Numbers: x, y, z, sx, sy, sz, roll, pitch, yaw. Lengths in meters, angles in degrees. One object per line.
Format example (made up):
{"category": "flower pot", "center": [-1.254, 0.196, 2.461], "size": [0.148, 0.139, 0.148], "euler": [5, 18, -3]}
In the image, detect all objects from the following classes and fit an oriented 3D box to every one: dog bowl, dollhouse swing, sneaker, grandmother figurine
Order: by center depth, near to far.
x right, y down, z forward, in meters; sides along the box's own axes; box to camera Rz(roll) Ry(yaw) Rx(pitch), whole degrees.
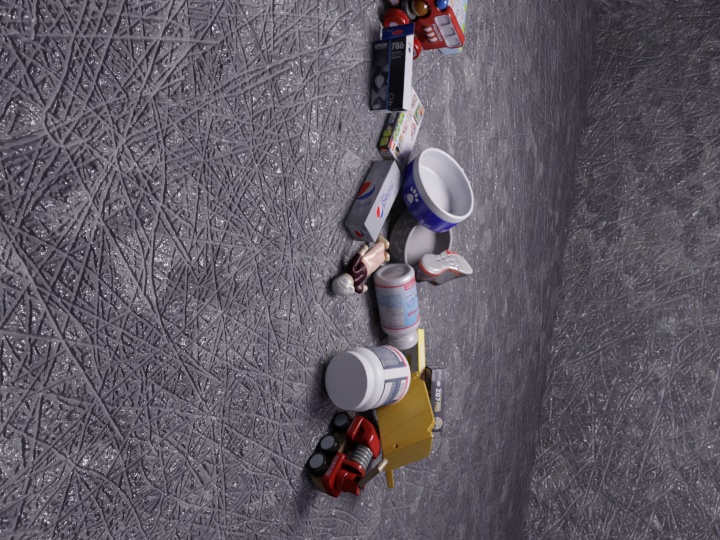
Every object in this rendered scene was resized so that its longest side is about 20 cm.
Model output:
{"category": "grandmother figurine", "center": [0.000, 0.000, 1.317], "size": [0.199, 0.059, 0.125], "euler": [-40, 128, -44]}
{"category": "dollhouse swing", "center": [0.115, 0.413, 1.397], "size": [0.203, 0.176, 0.179], "euler": [-100, 167, -55]}
{"category": "dog bowl", "center": [0.197, -0.206, 1.421], "size": [0.195, 0.078, 0.206], "euler": [21, 54, -31]}
{"category": "dog bowl", "center": [0.169, -0.074, 1.493], "size": [0.195, 0.058, 0.207], "euler": [-16, 119, -31]}
{"category": "sneaker", "center": [0.218, 0.001, 1.495], "size": [0.195, 0.078, 0.083], "euler": [2, 136, -37]}

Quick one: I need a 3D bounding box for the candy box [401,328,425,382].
{"category": "candy box", "center": [0.144, 0.270, 1.503], "size": [0.026, 0.102, 0.208], "euler": [7, 73, -23]}

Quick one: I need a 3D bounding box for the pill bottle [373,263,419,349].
{"category": "pill bottle", "center": [0.098, 0.095, 1.432], "size": [0.108, 0.106, 0.207], "euler": [-38, 125, -47]}

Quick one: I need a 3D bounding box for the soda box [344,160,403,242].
{"category": "soda box", "center": [0.035, -0.170, 1.335], "size": [0.069, 0.062, 0.204], "euler": [53, 52, -45]}

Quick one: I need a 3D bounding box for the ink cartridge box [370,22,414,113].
{"category": "ink cartridge box", "center": [0.076, -0.485, 1.319], "size": [0.039, 0.097, 0.208], "euler": [-2, 96, -54]}

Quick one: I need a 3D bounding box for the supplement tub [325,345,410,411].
{"category": "supplement tub", "center": [0.020, 0.253, 1.308], "size": [0.198, 0.136, 0.146], "euler": [9, 87, -56]}

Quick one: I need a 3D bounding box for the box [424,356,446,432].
{"category": "box", "center": [0.174, 0.331, 1.525], "size": [0.047, 0.199, 0.168], "euler": [1, 93, -15]}

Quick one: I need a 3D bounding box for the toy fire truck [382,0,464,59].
{"category": "toy fire truck", "center": [0.157, -0.624, 1.360], "size": [0.200, 0.163, 0.116], "euler": [43, 60, -50]}

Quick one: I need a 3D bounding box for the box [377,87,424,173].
{"category": "box", "center": [0.109, -0.373, 1.444], "size": [0.110, 0.034, 0.206], "euler": [44, 59, -50]}

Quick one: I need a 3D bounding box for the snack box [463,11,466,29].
{"category": "snack box", "center": [0.238, -0.747, 1.558], "size": [0.167, 0.066, 0.208], "euler": [13, 85, -56]}

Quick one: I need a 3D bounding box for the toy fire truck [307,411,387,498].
{"category": "toy fire truck", "center": [-0.003, 0.421, 1.245], "size": [0.177, 0.195, 0.132], "euler": [-52, 135, -37]}
